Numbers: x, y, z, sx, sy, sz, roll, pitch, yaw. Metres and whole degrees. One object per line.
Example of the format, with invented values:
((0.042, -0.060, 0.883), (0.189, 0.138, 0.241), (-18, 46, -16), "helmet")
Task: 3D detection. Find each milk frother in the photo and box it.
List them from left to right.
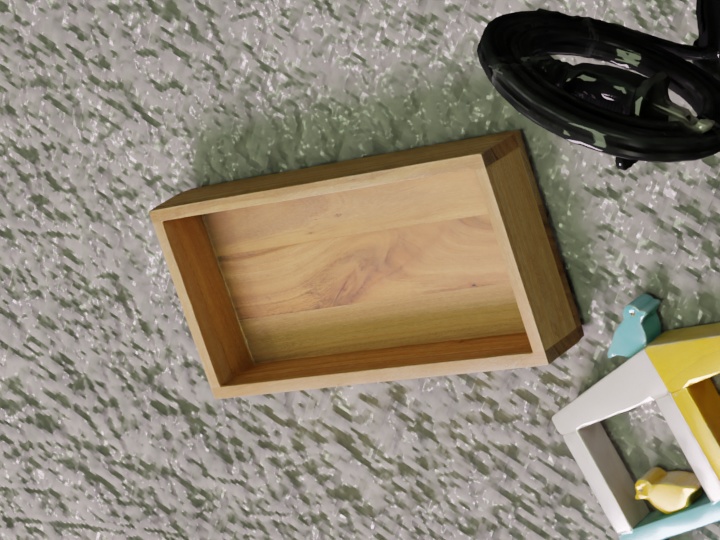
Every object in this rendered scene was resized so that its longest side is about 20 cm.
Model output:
((0.132, -0.150, 0.919), (0.180, 0.200, 0.188), (-1, 112, 15), "milk frother")

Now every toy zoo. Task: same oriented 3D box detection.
((0.166, 0.101, 1.148), (0.131, 0.020, 0.200), (-25, 95, 42), "toy zoo")

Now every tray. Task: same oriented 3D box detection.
((0.000, 0.000, 1.217), (0.200, 0.037, 0.099), (-8, 107, 40), "tray")
